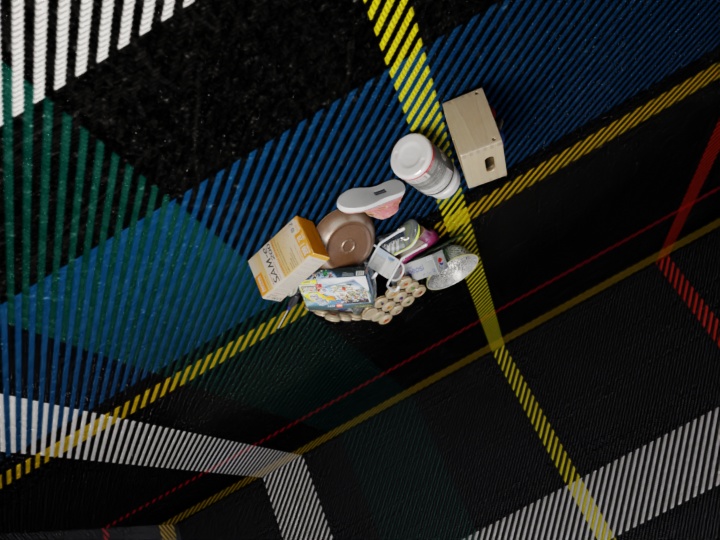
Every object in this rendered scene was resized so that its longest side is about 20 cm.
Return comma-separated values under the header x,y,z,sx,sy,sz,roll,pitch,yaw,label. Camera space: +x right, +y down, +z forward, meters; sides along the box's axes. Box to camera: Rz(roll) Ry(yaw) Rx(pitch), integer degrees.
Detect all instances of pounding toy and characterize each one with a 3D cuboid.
x,y,z,sx,sy,sz,roll,pitch,yaw,label
0.297,-0.325,1.427,0.140,0.186,0.200,-18,155,11,pounding toy

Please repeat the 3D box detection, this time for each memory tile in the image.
x,y,z,sx,sy,sz,roll,pitch,yaw,label
0.110,0.100,1.889,0.200,0.017,0.153,-41,145,15,memory tile
-0.072,0.132,1.918,0.199,0.152,0.017,1,105,-47,memory tile

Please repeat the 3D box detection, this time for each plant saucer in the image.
x,y,z,sx,sy,sz,roll,pitch,yaw,label
-0.039,-0.073,1.602,0.198,0.037,0.203,-14,122,-24,plant saucer

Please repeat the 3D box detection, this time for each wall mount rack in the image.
x,y,z,sx,sy,sz,roll,pitch,yaw,label
0.099,-0.037,1.729,0.199,0.074,0.175,30,91,-43,wall mount rack

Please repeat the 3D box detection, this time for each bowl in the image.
x,y,z,sx,sy,sz,roll,pitch,yaw,label
0.296,-0.029,2.016,0.198,0.095,0.202,-21,152,-12,bowl

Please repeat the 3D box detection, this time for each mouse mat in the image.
x,y,z,sx,sy,sz,roll,pitch,yaw,label
0.248,-0.075,1.909,0.198,0.008,0.161,-27,-179,-2,mouse mat

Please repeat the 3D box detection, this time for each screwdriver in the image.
x,y,z,sx,sy,sz,roll,pitch,yaw,label
-0.236,0.137,1.893,0.028,0.029,0.201,-7,142,-34,screwdriver

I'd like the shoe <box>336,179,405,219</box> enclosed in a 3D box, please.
x,y,z,sx,sy,sz,roll,pitch,yaw,label
0.026,-0.170,1.544,0.198,0.072,0.092,-20,147,-24,shoe

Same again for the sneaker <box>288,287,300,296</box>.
x,y,z,sx,sy,sz,roll,pitch,yaw,label
-0.147,-0.007,1.694,0.099,0.070,0.200,-14,154,-40,sneaker

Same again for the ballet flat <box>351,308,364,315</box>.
x,y,z,sx,sy,sz,roll,pitch,yaw,label
-0.055,0.065,1.704,0.200,0.066,0.057,39,81,-33,ballet flat

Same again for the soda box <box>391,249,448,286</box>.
x,y,z,sx,sy,sz,roll,pitch,yaw,label
0.184,-0.004,1.897,0.199,0.064,0.068,-21,-178,45,soda box

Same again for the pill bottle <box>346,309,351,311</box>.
x,y,z,sx,sy,sz,roll,pitch,yaw,label
-0.043,0.068,1.852,0.120,0.121,0.199,-41,150,27,pill bottle

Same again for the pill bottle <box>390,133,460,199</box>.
x,y,z,sx,sy,sz,roll,pitch,yaw,label
0.170,-0.256,1.479,0.113,0.115,0.199,-37,152,21,pill bottle

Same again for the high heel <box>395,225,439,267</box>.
x,y,z,sx,sy,sz,roll,pitch,yaw,label
0.164,-0.057,1.880,0.095,0.068,0.201,23,113,-45,high heel

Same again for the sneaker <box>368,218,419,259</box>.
x,y,z,sx,sy,sz,roll,pitch,yaw,label
0.095,-0.085,1.764,0.200,0.074,0.081,-41,147,23,sneaker

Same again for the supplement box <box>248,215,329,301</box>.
x,y,z,sx,sy,sz,roll,pitch,yaw,label
-0.191,-0.029,1.540,0.200,0.127,0.073,-40,151,23,supplement box

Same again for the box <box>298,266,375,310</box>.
x,y,z,sx,sy,sz,roll,pitch,yaw,label
-0.067,0.052,1.635,0.197,0.038,0.137,-4,139,12,box

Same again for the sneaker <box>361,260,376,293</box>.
x,y,z,sx,sy,sz,roll,pitch,yaw,label
0.000,0.000,1.776,0.077,0.087,0.202,-5,116,22,sneaker
